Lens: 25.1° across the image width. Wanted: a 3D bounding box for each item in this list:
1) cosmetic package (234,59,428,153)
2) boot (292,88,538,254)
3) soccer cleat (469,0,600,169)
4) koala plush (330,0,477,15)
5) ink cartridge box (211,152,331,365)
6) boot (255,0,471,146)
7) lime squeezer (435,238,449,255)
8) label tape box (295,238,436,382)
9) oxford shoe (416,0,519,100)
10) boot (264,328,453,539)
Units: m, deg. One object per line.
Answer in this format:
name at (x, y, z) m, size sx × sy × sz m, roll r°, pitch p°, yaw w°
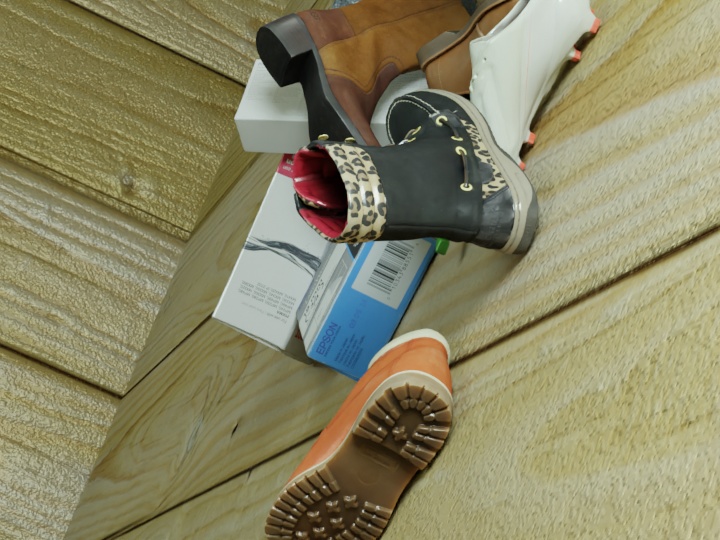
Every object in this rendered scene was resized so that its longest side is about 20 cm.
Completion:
cosmetic package at (-0.009, -0.150, 1.506) m, size 0.051 × 0.199 × 0.083 m, roll 74°, pitch -154°, yaw -50°
boot at (0.023, -0.075, 1.166) m, size 0.200 × 0.150 × 0.073 m, roll 57°, pitch 139°, yaw 48°
soccer cleat at (0.107, -0.137, 1.232) m, size 0.201 × 0.077 × 0.069 m, roll -62°, pitch 12°, yaw 15°
koala plush at (0.006, -0.202, 1.609) m, size 0.200 × 0.177 × 0.184 m, roll -53°, pitch 28°, yaw 32°
ink cartridge box at (-0.056, -0.018, 1.591) m, size 0.201 × 0.084 × 0.145 m, roll -66°, pitch -13°, yaw -4°
boot at (0.032, -0.170, 1.444) m, size 0.200 × 0.189 × 0.069 m, roll -23°, pitch -25°, yaw -31°
lime squeezer at (0.072, -0.069, 1.372) m, size 0.200 × 0.038 × 0.071 m, roll -114°, pitch 31°, yaw -74°
label tape box at (0.000, 0.000, 1.465) m, size 0.145 × 0.063 × 0.200 m, roll -63°, pitch 12°, yaw 10°
oxford shoe at (0.123, -0.186, 1.344) m, size 0.200 × 0.071 × 0.072 m, roll -33°, pitch 70°, yaw 57°
boot at (0.003, 0.129, 1.184) m, size 0.200 × 0.075 × 0.107 m, roll -50°, pitch 14°, yaw 27°
